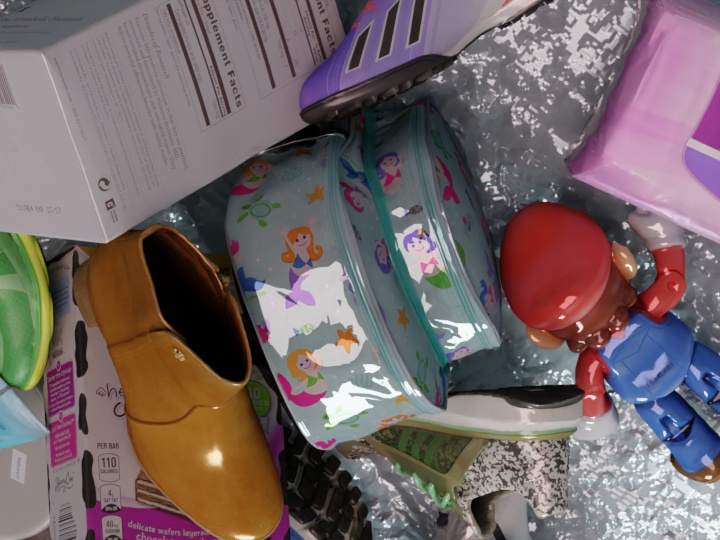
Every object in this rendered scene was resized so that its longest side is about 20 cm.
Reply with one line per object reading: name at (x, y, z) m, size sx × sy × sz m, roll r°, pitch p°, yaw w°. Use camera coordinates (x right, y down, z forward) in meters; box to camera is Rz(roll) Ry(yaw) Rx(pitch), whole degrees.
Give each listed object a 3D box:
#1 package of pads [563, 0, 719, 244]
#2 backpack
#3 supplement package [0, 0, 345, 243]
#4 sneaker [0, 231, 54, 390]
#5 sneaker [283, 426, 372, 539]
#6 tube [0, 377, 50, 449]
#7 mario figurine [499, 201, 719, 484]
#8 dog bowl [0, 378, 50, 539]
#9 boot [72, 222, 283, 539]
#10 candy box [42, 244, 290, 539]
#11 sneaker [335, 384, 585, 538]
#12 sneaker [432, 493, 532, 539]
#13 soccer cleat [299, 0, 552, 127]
package of pads at (0.227, -0.072, 1.242) m, size 0.199 × 0.076 × 0.121 m, roll 24°, pitch 104°, yaw -1°
backpack at (0.000, 0.000, 1.256) m, size 0.149 × 0.200 × 0.179 m, roll -16°, pitch 109°, yaw 17°
supplement package at (-0.115, -0.110, 1.219) m, size 0.113 × 0.199 × 0.110 m, roll 6°, pitch 120°, yaw 47°
sneaker at (-0.231, -0.022, 1.260) m, size 0.083 × 0.074 × 0.202 m, roll -20°, pitch 111°, yaw -13°
sneaker at (-0.082, 0.141, 1.411) m, size 0.199 × 0.079 × 0.089 m, roll 35°, pitch 123°, yaw 4°
tube at (-0.272, 0.096, 1.336) m, size 0.199 × 0.051 × 0.077 m, roll -22°, pitch 121°, yaw 43°
mario figurine at (0.161, 0.030, 1.321) m, size 0.200 × 0.124 × 0.106 m, roll 44°, pitch 155°, yaw -17°
dog bowl at (-0.231, 0.098, 1.393) m, size 0.199 × 0.059 × 0.202 m, roll 13°, pitch 117°, yaw 27°
boot at (-0.086, 0.068, 1.199) m, size 0.071 × 0.144 × 0.202 m, roll -35°, pitch 100°, yaw -21°
candy box at (-0.116, 0.091, 1.306) m, size 0.061 × 0.135 × 0.202 m, roll -25°, pitch 67°, yaw 55°
sneaker at (0.054, 0.118, 1.322) m, size 0.199 × 0.076 × 0.090 m, roll -9°, pitch 84°, yaw 50°
sneaker at (0.108, 0.205, 1.398) m, size 0.128 × 0.080 × 0.201 m, roll 14°, pitch 101°, yaw -11°
soccer cleat at (0.040, -0.152, 1.225) m, size 0.199 × 0.068 × 0.074 m, roll -33°, pitch 95°, yaw -11°
